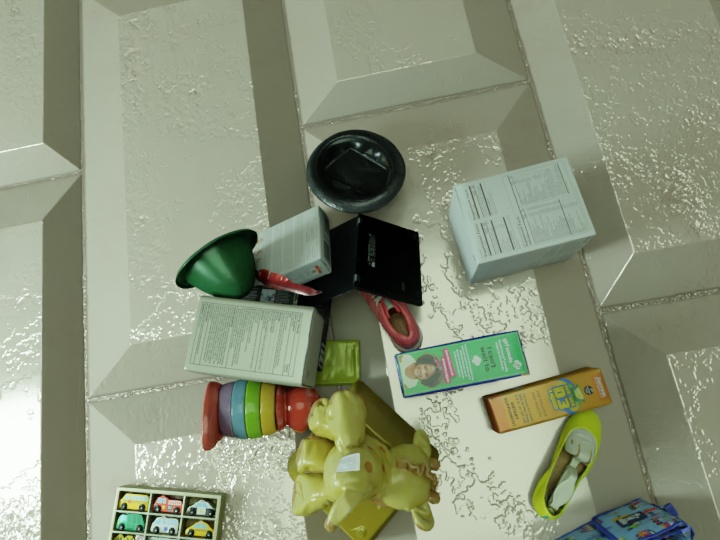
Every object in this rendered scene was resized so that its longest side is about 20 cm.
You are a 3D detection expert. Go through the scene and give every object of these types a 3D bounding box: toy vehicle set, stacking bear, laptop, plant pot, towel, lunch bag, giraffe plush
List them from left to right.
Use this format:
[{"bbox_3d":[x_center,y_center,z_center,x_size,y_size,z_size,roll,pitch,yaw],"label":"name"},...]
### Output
[{"bbox_3d":[-0.348,0.460,0.904,0.200,0.027,0.124,1,76,7],"label":"toy vehicle set"},{"bbox_3d":[-0.170,0.250,0.902,0.200,0.121,0.114,-2,84,-4],"label":"stacking bear"},{"bbox_3d":[-0.101,0.176,0.956,0.200,0.018,0.086,-2,76,5],"label":"towel"},{"bbox_3d":[0.000,0.000,0.946,0.200,0.116,0.187,15,47,-13],"label":"laptop"},{"bbox_3d":[0.001,0.320,0.817,0.200,0.176,0.200,41,84,9],"label":"plant pot"},{"bbox_3d":[0.021,0.262,0.672,0.162,0.200,0.173,22,75,-22],"label":"giraffe plush"},{"bbox_3d":[0.404,0.425,0.767,0.200,0.151,0.094,-34,75,-3],"label":"lunch bag"}]

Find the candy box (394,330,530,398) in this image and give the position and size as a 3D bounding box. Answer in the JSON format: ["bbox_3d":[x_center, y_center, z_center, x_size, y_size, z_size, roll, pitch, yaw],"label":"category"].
[{"bbox_3d":[0.162,0.159,0.853,0.200,0.169,0.077,-13,78,3],"label":"candy box"}]

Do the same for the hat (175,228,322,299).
[{"bbox_3d":[-0.201,0.041,0.871,0.166,0.200,0.176,-33,81,-24],"label":"hat"}]

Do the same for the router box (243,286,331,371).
[{"bbox_3d":[-0.162,0.101,0.953,0.200,0.052,0.157,4,68,7],"label":"router box"}]

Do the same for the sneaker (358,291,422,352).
[{"bbox_3d":[0.052,0.057,0.932,0.074,0.087,0.200,-33,72,-3],"label":"sneaker"}]

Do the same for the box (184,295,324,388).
[{"bbox_3d":[-0.173,0.123,0.856,0.200,0.109,0.128,6,74,7],"label":"box"}]

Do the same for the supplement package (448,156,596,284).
[{"bbox_3d":[0.280,-0.084,0.911,0.200,0.152,0.151,-14,74,2],"label":"supplement package"}]

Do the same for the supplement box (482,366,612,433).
[{"bbox_3d":[0.321,0.224,0.873,0.200,0.069,0.067,-16,77,0],"label":"supplement box"}]

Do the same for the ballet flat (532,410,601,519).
[{"bbox_3d":[0.354,0.326,0.842,0.067,0.067,0.200,30,80,13],"label":"ballet flat"}]

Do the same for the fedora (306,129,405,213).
[{"bbox_3d":[-0.006,-0.179,0.994,0.200,0.092,0.201,-4,65,9],"label":"fedora"}]

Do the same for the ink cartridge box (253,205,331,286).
[{"bbox_3d":[-0.152,-0.025,0.968,0.200,0.050,0.162,-25,41,16],"label":"ink cartridge box"}]
